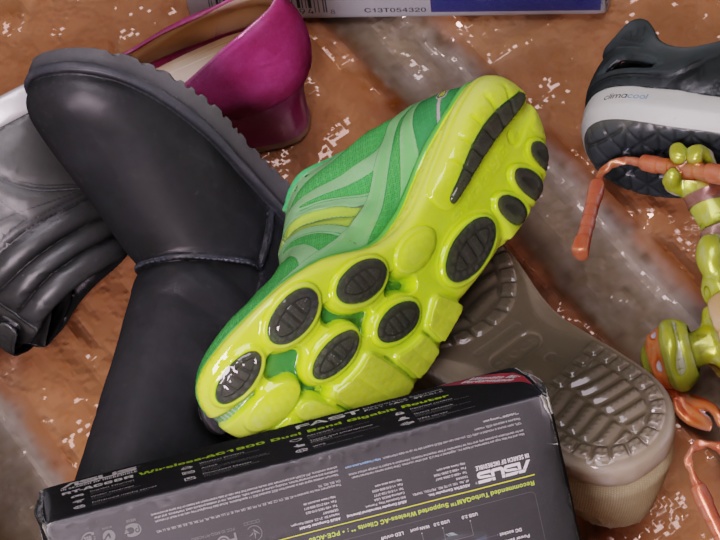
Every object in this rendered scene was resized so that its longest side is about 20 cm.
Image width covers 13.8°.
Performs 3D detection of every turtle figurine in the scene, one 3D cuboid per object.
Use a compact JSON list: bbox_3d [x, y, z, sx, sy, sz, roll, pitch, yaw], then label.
[{"bbox_3d":[0.184,0.026,1.228,0.161,0.064,0.200,-19,60,9],"label":"turtle figurine"}]

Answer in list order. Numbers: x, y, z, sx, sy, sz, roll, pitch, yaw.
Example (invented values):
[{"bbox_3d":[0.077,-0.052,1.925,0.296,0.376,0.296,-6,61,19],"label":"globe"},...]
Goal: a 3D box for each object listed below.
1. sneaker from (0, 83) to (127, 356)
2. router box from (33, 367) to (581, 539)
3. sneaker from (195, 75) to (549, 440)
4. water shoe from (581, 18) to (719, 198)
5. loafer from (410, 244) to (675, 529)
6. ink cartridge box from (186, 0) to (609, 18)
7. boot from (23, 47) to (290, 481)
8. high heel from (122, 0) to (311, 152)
[{"bbox_3d":[-0.189,0.007,1.278,0.200,0.071,0.099,-31,87,9],"label":"sneaker"},{"bbox_3d":[-0.010,0.135,1.131,0.200,0.062,0.150,-14,100,-6],"label":"router box"},{"bbox_3d":[0.000,0.000,1.205,0.083,0.074,0.200,-3,37,50],"label":"sneaker"},{"bbox_3d":[0.197,-0.072,1.287,0.200,0.072,0.079,7,55,9],"label":"water shoe"},{"bbox_3d":[0.056,0.045,1.232,0.076,0.068,0.200,-28,43,-19],"label":"loafer"},{"bbox_3d":[0.020,-0.209,1.410,0.196,0.043,0.200,-1,59,6],"label":"ink cartridge box"},{"bbox_3d":[-0.093,0.030,1.211,0.066,0.165,0.200,-17,47,44],"label":"boot"},{"bbox_3d":[-0.119,-0.074,1.306,0.200,0.096,0.067,-8,58,1],"label":"high heel"}]
